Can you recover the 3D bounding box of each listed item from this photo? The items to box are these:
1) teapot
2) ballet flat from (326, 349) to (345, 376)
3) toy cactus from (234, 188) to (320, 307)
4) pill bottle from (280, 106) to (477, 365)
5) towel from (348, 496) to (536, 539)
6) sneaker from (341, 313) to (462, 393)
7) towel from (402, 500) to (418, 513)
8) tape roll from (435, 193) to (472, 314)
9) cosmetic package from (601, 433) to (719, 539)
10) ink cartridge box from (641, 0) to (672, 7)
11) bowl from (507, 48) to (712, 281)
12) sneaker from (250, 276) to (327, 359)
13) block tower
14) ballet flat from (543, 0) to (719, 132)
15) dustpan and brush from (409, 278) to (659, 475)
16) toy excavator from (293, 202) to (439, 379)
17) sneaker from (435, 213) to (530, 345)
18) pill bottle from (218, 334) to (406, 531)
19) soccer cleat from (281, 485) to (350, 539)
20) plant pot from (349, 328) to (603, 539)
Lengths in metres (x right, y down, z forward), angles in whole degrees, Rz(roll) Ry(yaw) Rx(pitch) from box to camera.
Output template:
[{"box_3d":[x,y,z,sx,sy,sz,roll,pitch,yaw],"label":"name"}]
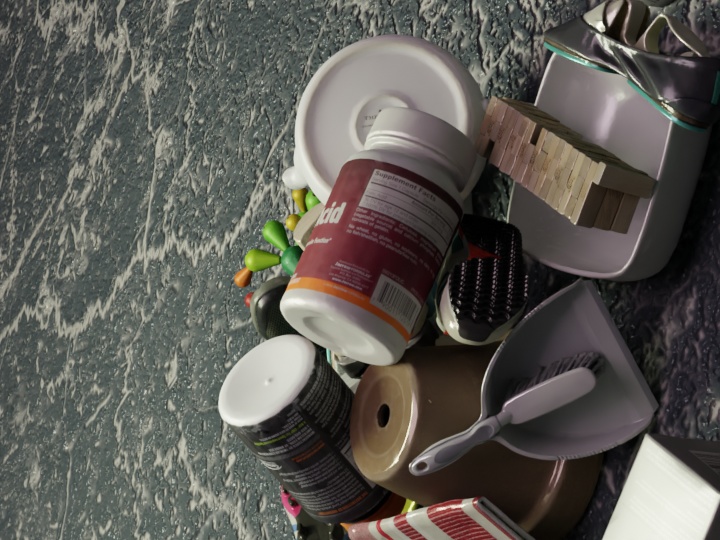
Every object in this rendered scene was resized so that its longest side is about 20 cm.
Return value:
[{"box_3d":[0.041,-0.124,1.527,0.200,0.146,0.198,35,91,17],"label":"teapot"},{"box_3d":[0.005,0.146,1.626,0.071,0.069,0.201,0,92,19],"label":"ballet flat"},{"box_3d":[-0.057,0.007,1.815,0.165,0.102,0.200,52,123,31],"label":"toy cactus"},{"box_3d":[0.020,-0.031,1.368,0.114,0.114,0.201,-8,54,58],"label":"pill bottle"},{"box_3d":[0.094,0.253,1.402,0.200,0.144,0.023,-26,29,53],"label":"towel"},{"box_3d":[0.061,0.122,1.550,0.200,0.116,0.074,-34,12,13],"label":"sneaker"},{"box_3d":[0.061,0.155,1.607,0.086,0.018,0.201,46,119,56],"label":"towel"},{"box_3d":[0.033,-0.034,1.672,0.202,0.070,0.204,-30,54,52],"label":"tape roll"},{"box_3d":[0.237,0.237,1.214,0.107,0.090,0.201,43,119,56],"label":"cosmetic package"},{"box_3d":[0.288,-0.351,1.381,0.162,0.057,0.201,-32,57,51],"label":"ink cartridge box"},{"box_3d":[0.220,-0.091,1.372,0.200,0.074,0.201,23,99,59],"label":"bowl"},{"box_3d":[-0.047,0.093,1.680,0.076,0.200,0.114,-31,45,-8],"label":"sneaker"},{"box_3d":[0.164,-0.090,1.343,0.200,0.054,0.058,42,117,58],"label":"block tower"},{"box_3d":[0.221,-0.175,1.263,0.200,0.073,0.073,42,116,49],"label":"ballet flat"},{"box_3d":[0.129,0.113,1.307,0.199,0.140,0.057,-27,13,13],"label":"dustpan and brush"},{"box_3d":[0.000,0.000,1.559,0.194,0.100,0.201,-15,38,36],"label":"toy excavator"},{"box_3d":[0.099,0.030,1.365,0.200,0.070,0.094,-79,3,-63],"label":"sneaker"},{"box_3d":[-0.035,0.160,1.464,0.106,0.200,0.107,-24,35,19],"label":"pill bottle"},{"box_3d":[-0.040,0.268,1.689,0.070,0.087,0.200,-22,26,6],"label":"soccer cleat"},{"box_3d":[0.089,0.141,1.412,0.200,0.174,0.201,-29,56,54],"label":"plant pot"}]
